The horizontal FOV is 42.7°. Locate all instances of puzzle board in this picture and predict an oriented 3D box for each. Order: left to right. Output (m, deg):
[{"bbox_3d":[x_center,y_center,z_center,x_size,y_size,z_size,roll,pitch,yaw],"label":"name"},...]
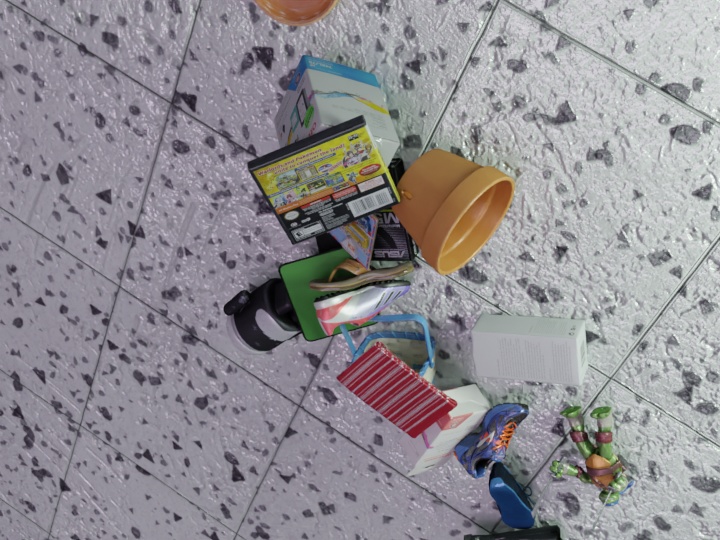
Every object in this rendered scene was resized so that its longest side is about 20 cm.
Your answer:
[{"bbox_3d":[-0.046,-0.107,1.652,0.200,0.017,0.151,45,151,21],"label":"puzzle board"}]

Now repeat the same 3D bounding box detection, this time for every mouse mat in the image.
[{"bbox_3d":[-0.058,0.047,1.786,0.160,0.008,0.201,-15,124,3],"label":"mouse mat"}]

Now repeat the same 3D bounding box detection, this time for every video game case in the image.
[{"bbox_3d":[-0.055,-0.141,1.484,0.199,0.026,0.181,-21,135,8],"label":"video game case"}]

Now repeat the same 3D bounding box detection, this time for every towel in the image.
[{"bbox_3d":[0.068,0.225,1.723,0.200,0.023,0.145,38,130,-8],"label":"towel"}]

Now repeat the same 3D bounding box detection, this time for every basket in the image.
[{"bbox_3d":[0.064,0.164,1.784,0.175,0.139,0.201,-1,124,27],"label":"basket"}]

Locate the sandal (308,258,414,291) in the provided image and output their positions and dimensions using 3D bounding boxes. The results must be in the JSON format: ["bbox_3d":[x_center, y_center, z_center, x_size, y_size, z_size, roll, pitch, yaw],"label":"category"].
[{"bbox_3d":[0.000,0.000,1.715,0.198,0.080,0.054,-12,94,12],"label":"sandal"}]

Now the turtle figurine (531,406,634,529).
[{"bbox_3d":[0.416,0.358,1.693,0.198,0.144,0.196,-12,94,-13],"label":"turtle figurine"}]

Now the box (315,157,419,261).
[{"bbox_3d":[-0.001,-0.111,1.723,0.198,0.048,0.195,2,117,26],"label":"box"}]

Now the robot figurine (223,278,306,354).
[{"bbox_3d":[-0.187,0.091,1.883,0.199,0.125,0.151,-33,96,36],"label":"robot figurine"}]

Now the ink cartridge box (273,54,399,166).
[{"bbox_3d":[-0.044,-0.234,1.556,0.145,0.201,0.147,10,130,-25],"label":"ink cartridge box"}]

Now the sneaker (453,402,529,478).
[{"bbox_3d":[0.266,0.330,1.790,0.200,0.075,0.079,-55,41,31],"label":"sneaker"}]

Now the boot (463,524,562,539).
[{"bbox_3d":[0.333,0.598,1.935,0.198,0.066,0.165,-13,138,15],"label":"boot"}]

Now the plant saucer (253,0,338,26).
[{"bbox_3d":[-0.112,-0.520,1.562,0.199,0.037,0.202,12,122,20],"label":"plant saucer"}]

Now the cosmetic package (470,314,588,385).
[{"bbox_3d":[0.310,0.144,1.690,0.198,0.071,0.102,3,118,25],"label":"cosmetic package"}]

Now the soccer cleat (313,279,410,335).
[{"bbox_3d":[0.009,0.064,1.728,0.068,0.199,0.074,-8,96,64],"label":"soccer cleat"}]

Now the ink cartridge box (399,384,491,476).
[{"bbox_3d":[0.157,0.319,1.828,0.068,0.116,0.201,56,132,31],"label":"ink cartridge box"}]

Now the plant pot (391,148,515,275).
[{"bbox_3d":[0.148,-0.114,1.570,0.140,0.199,0.201,41,128,21],"label":"plant pot"}]

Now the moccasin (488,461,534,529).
[{"bbox_3d":[0.311,0.453,1.857,0.080,0.069,0.201,-9,136,16],"label":"moccasin"}]
